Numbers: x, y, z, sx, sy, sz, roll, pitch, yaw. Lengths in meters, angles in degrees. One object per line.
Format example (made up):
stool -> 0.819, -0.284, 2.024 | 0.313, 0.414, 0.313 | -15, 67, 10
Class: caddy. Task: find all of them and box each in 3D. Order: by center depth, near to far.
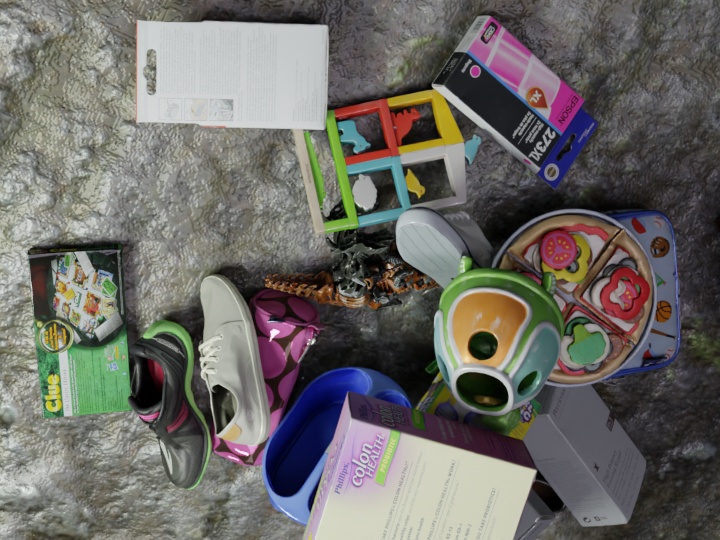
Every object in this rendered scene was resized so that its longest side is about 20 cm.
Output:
caddy -> -0.024, 0.203, 1.574 | 0.141, 0.105, 0.200 | 29, 62, 12

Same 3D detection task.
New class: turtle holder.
turtle holder -> 0.136, 0.087, 1.493 | 0.140, 0.132, 0.186 | 23, 141, -5

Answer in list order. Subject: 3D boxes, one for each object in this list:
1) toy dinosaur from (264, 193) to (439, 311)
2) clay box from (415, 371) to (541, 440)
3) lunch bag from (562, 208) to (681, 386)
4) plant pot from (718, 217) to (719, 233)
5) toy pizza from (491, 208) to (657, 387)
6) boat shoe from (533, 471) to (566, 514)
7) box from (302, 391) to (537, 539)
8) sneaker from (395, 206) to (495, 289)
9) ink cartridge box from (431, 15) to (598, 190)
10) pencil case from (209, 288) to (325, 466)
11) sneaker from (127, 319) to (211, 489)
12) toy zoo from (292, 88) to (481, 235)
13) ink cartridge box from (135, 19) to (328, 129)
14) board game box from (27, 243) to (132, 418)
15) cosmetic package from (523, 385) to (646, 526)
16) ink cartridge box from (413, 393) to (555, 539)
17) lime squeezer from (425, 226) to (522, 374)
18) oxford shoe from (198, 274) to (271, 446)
toy dinosaur -> 0.000, 0.000, 1.580 | 0.199, 0.102, 0.136 | -24, 135, -25
clay box -> 0.121, 0.172, 1.574 | 0.115, 0.048, 0.200 | 43, 58, -11
lunch bag -> 0.288, 0.031, 1.633 | 0.159, 0.075, 0.202 | -7, 97, -19
plant pot -> 0.526, -0.001, 1.643 | 0.175, 0.200, 0.201 | -15, 116, 7
toy pizza -> 0.237, 0.032, 1.569 | 0.198, 0.032, 0.202 | -1, 96, -7
boat shoe -> 0.158, 0.265, 1.738 | 0.198, 0.068, 0.072 | 8, 114, -12
box -> 0.057, 0.244, 1.456 | 0.199, 0.097, 0.177 | 16, 101, -6
sneaker -> 0.093, -0.033, 1.540 | 0.072, 0.071, 0.200 | -2, 157, 23
ink cartridge box -> 0.179, -0.182, 1.555 | 0.200, 0.037, 0.095 | 37, 83, -25
pencil case -> -0.108, 0.126, 1.602 | 0.093, 0.091, 0.201 | 25, 113, 15
sneaker -> -0.224, 0.157, 1.590 | 0.084, 0.076, 0.202 | -29, 115, -47
toy zoo -> 0.034, -0.121, 1.533 | 0.198, 0.020, 0.132 | -12, 83, -7
ink cartridge box -> -0.135, -0.205, 1.469 | 0.198, 0.050, 0.110 | 0, 99, -12
board game box -> -0.312, 0.069, 1.575 | 0.104, 0.023, 0.202 | -4, 113, -13
cosmetic package -> 0.261, 0.208, 1.707 | 0.074, 0.102, 0.200 | -14, 126, 39
ink cartridge box -> 0.107, 0.264, 1.652 | 0.146, 0.200, 0.083 | -45, 159, 9
lime squeezer -> 0.148, 0.039, 1.649 | 0.070, 0.038, 0.201 | 25, 102, -38
oxford shoe -> -0.148, 0.096, 1.540 | 0.057, 0.201, 0.075 | -1, 156, -33
